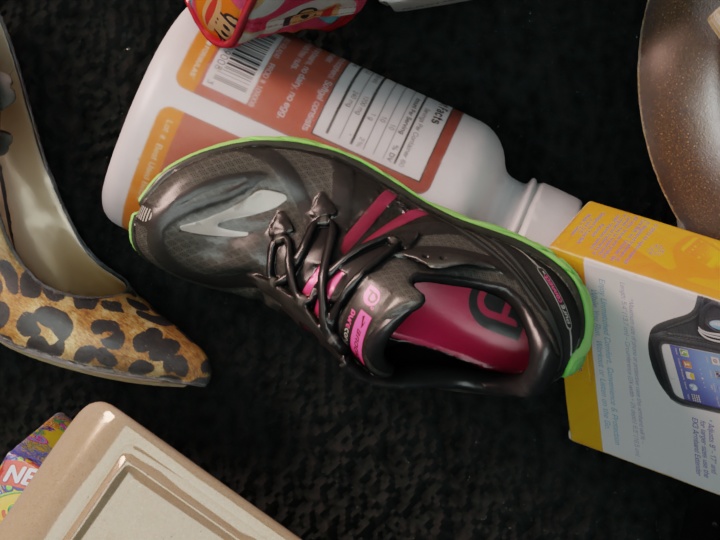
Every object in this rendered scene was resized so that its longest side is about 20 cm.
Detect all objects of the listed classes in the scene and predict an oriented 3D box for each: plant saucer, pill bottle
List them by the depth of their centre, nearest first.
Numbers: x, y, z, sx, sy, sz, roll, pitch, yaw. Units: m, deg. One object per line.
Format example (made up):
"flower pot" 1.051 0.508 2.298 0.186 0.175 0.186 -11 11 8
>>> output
"plant saucer" 0.212 -0.081 1.009 0.199 0.032 0.201 1 87 -29
"pill bottle" -0.007 -0.034 1.040 0.199 0.112 0.113 25 97 1

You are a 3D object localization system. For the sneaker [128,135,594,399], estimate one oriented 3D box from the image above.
"sneaker" 0.000 0.000 0.945 0.199 0.084 0.077 16 111 5

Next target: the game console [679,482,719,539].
"game console" 0.234 0.197 1.066 0.175 0.116 0.201 24 118 31

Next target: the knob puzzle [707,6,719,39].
"knob puzzle" 0.266 -0.070 0.958 0.219 0.220 0.030 39 141 0

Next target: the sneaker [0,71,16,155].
"sneaker" -0.242 -0.053 1.023 0.200 0.098 0.071 -15 81 37

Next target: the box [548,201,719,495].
"box" 0.178 0.051 0.977 0.199 0.041 0.119 18 138 29

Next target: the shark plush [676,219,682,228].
"shark plush" 0.185 -0.033 1.069 0.083 0.091 0.201 -8 76 -17

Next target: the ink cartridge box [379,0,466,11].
"ink cartridge box" 0.063 -0.227 1.029 0.145 0.084 0.201 -10 94 5

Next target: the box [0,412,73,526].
"box" -0.112 0.204 1.066 0.199 0.122 0.193 30 96 1

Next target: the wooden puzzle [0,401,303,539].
"wooden puzzle" -0.086 0.184 0.981 0.200 0.037 0.185 35 88 6

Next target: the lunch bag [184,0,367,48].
"lunch bag" -0.033 -0.208 0.957 0.082 0.200 0.177 -12 71 -30

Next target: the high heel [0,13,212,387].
"high heel" -0.140 -0.037 1.067 0.199 0.071 0.143 25 103 10
